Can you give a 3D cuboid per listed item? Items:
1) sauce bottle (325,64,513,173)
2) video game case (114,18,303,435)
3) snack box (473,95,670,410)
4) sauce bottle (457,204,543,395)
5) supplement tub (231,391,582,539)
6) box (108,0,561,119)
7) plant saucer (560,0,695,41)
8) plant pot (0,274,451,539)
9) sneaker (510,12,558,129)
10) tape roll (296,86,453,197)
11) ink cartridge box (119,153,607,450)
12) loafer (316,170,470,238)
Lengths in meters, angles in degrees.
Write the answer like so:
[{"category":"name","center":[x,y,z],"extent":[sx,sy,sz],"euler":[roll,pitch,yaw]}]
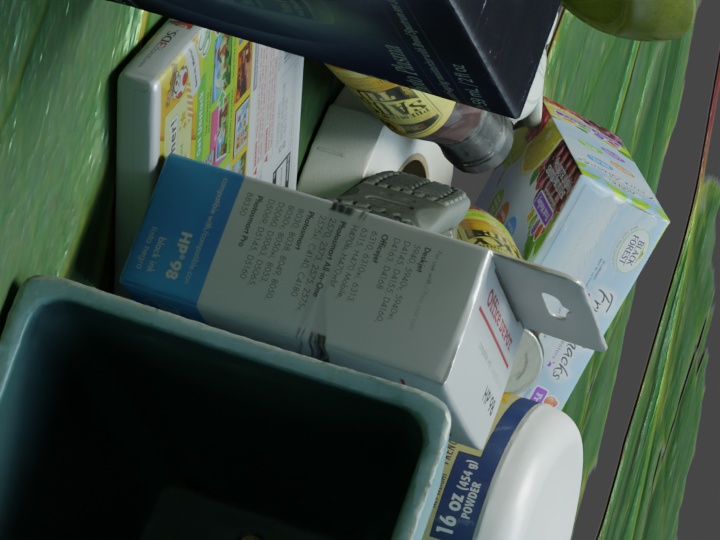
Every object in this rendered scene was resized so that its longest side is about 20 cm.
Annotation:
[{"category":"sauce bottle","center":[0.028,-0.106,1.585],"extent":[0.200,0.066,0.066],"euler":[41,65,-56]},{"category":"video game case","center":[-0.072,-0.051,1.448],"extent":[0.182,0.023,0.201],"euler":[-55,156,-50]},{"category":"snack box","center":[0.103,0.002,1.806],"extent":[0.169,0.067,0.200],"euler":[-61,-169,14]},{"category":"sauce bottle","center":[0.065,0.019,1.633],"extent":[0.200,0.064,0.065],"euler":[-110,-151,-71]},{"category":"supplement tub","center":[-0.002,0.114,1.511],"extent":[0.144,0.199,0.145],"euler":[16,90,-74]},{"category":"box","center":[-0.025,-0.163,1.180],"extent":[0.200,0.197,0.124],"euler":[49,61,-71]},{"category":"plant saucer","center":[0.110,-0.204,1.671],"extent":[0.031,0.200,0.200],"euler":[-36,152,-13]},{"category":"plant pot","center":[-0.072,0.143,1.340],"extent":[0.200,0.195,0.197],"euler":[70,38,-74]},{"category":"sneaker","center":[0.075,-0.125,1.752],"extent":[0.200,0.075,0.082],"euler":[13,76,-73]},{"category":"tape roll","center":[0.003,-0.019,1.705],"extent":[0.203,0.037,0.204],"euler":[16,90,-74]},{"category":"ink cartridge box","center":[0.004,0.021,1.365],"extent":[0.116,0.199,0.067],"euler":[59,51,-69]},{"category":"loafer","center":[0.000,0.000,1.545],"extent":[0.200,0.075,0.070],"euler":[-21,125,-61]}]
